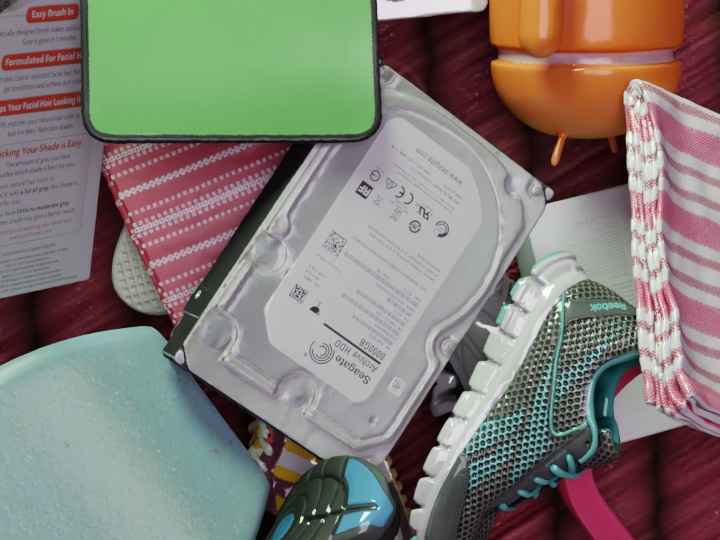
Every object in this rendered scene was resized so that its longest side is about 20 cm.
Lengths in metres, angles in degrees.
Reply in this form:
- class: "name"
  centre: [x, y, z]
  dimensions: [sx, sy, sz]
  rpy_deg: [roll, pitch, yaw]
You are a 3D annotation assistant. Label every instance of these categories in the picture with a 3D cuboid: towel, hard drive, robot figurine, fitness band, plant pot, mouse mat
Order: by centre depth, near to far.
- class: "mouse mat"
  centre: [-0.070, -0.166, 1.165]
  dimensions: [0.161, 0.008, 0.200]
  rpy_deg: [0, 80, -10]
- class: "hard drive"
  centre: [0.000, 0.000, 1.200]
  dimensions: [0.140, 0.038, 0.200]
  rpy_deg: [36, 84, -21]
- class: "plant pot"
  centre: [-0.170, 0.139, 1.204]
  dimensions: [0.200, 0.196, 0.196]
  rpy_deg: [-38, 95, -27]
- class: "towel"
  centre: [0.210, -0.001, 1.224]
  dimensions: [0.146, 0.030, 0.200]
  rpy_deg: [17, 62, -41]
- class: "towel"
  centre: [-0.079, -0.079, 1.241]
  dimensions: [0.145, 0.022, 0.200]
  rpy_deg: [-24, 83, -4]
- class: "robot figurine"
  centre: [0.133, -0.164, 1.269]
  dimensions: [0.117, 0.144, 0.200]
  rpy_deg: [-2, 99, -10]
- class: "fitness band"
  centre: [0.194, 0.117, 1.290]
  dimensions: [0.144, 0.037, 0.200]
  rpy_deg: [-36, 121, 3]

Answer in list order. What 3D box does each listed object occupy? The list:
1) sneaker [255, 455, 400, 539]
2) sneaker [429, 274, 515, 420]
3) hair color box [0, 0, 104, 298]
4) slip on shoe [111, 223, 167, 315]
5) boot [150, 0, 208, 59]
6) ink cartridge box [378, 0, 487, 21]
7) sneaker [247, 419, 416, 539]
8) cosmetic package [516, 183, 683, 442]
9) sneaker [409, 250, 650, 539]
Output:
- class: "sneaker"
  centre: [-0.019, 0.162, 1.198]
  dimensions: [0.082, 0.200, 0.073]
  rpy_deg: [37, 58, -9]
- class: "sneaker"
  centre: [0.054, 0.015, 1.280]
  dimensions: [0.081, 0.075, 0.200]
  rpy_deg: [-28, 100, 33]
- class: "hair color box"
  centre: [-0.195, -0.089, 1.188]
  dimensions: [0.064, 0.111, 0.200]
  rpy_deg: [21, 110, 33]
- class: "slip on shoe"
  centre: [-0.071, -0.055, 1.278]
  dimensions: [0.074, 0.061, 0.200]
  rpy_deg: [35, 82, 5]
- class: "boot"
  centre: [-0.045, -0.195, 1.202]
  dimensions: [0.138, 0.077, 0.200]
  rpy_deg: [-4, 78, 6]
- class: "ink cartridge box"
  centre: [0.008, -0.244, 1.290]
  dimensions: [0.117, 0.067, 0.200]
  rpy_deg: [-6, 89, -7]
- class: "sneaker"
  centre: [-0.040, 0.095, 1.277]
  dimensions: [0.090, 0.075, 0.200]
  rpy_deg: [-24, 91, -9]
- class: "cosmetic package"
  centre: [0.204, 0.013, 1.325]
  dimensions: [0.200, 0.052, 0.151]
  rpy_deg: [-14, 90, -8]
- class: "sneaker"
  centre: [0.097, 0.094, 1.205]
  dimensions: [0.091, 0.078, 0.200]
  rpy_deg: [28, 99, 21]
